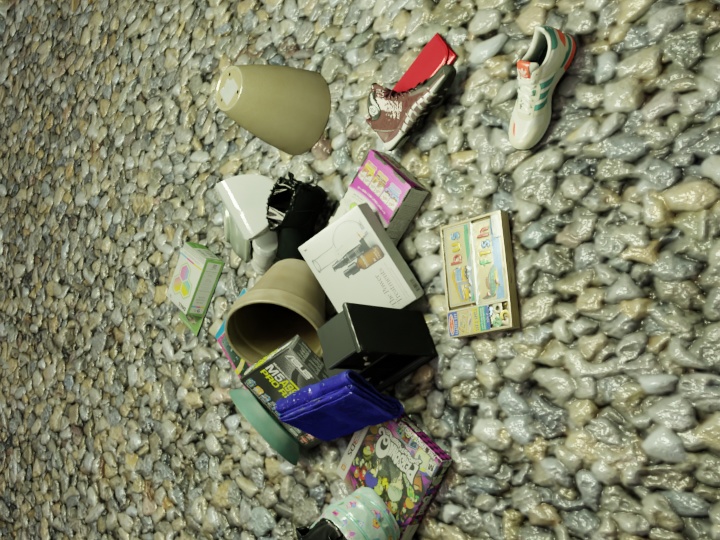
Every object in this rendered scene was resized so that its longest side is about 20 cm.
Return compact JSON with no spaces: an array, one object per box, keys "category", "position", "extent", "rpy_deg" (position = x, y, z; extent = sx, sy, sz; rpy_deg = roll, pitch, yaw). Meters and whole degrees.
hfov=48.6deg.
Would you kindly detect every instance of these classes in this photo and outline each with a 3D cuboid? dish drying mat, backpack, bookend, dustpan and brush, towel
[{"category":"dish drying mat","position":[0.101,-0.350,1.512],"extent":[0.200,0.018,0.077],"rpy_deg":[-50,52,27]},{"category":"backpack","position":[-0.016,0.464,1.386],"extent":[0.167,0.126,0.200],"rpy_deg":[43,148,15]},{"category":"bookend","position":[-0.007,0.150,1.412],"extent":[0.199,0.199,0.092],"rpy_deg":[-37,59,33]},{"category":"dustpan and brush","position":[-0.184,-0.157,1.656],"extent":[0.140,0.199,0.057],"rpy_deg":[60,168,7]},{"category":"towel","position":[-0.042,0.251,1.417],"extent":[0.200,0.148,0.050],"rpy_deg":[-27,38,38]}]

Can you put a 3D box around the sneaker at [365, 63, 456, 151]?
[{"category":"sneaker","position":[0.077,-0.324,1.464],"extent":[0.116,0.076,0.200],"rpy_deg":[45,118,7]}]

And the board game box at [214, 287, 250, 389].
[{"category":"board game box","position":[-0.220,0.159,1.718],"extent":[0.148,0.064,0.200],"rpy_deg":[-56,49,22]}]

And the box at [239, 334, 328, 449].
[{"category":"box","position":[-0.111,0.237,1.526],"extent":[0.160,0.044,0.200],"rpy_deg":[-33,104,36]}]

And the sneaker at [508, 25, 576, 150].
[{"category":"sneaker","position":[0.272,-0.297,1.282],"extent":[0.070,0.093,0.201],"rpy_deg":[31,105,43]}]

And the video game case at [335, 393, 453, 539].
[{"category":"video game case","position":[0.056,0.352,1.433],"extent":[0.200,0.036,0.182],"rpy_deg":[40,112,41]}]

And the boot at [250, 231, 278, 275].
[{"category":"boot","position":[-0.220,-0.086,1.751],"extent":[0.096,0.073,0.201],"rpy_deg":[113,158,-48]}]

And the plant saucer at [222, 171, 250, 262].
[{"category":"plant saucer","position":[-0.274,-0.115,1.751],"extent":[0.200,0.050,0.201],"rpy_deg":[176,90,-78]}]

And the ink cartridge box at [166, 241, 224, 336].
[{"category":"ink cartridge box","position":[-0.408,0.045,1.921],"extent":[0.104,0.059,0.201],"rpy_deg":[34,107,42]}]

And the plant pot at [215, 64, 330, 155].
[{"category":"plant pot","position":[-0.198,-0.356,1.681],"extent":[0.187,0.199,0.188],"rpy_deg":[-8,79,43]}]

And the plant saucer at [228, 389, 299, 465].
[{"category":"plant saucer","position":[-0.182,0.302,1.589],"extent":[0.036,0.200,0.200],"rpy_deg":[-42,50,-5]}]

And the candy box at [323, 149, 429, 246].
[{"category":"candy box","position":[0.025,-0.108,1.518],"extent":[0.136,0.061,0.200],"rpy_deg":[48,116,36]}]

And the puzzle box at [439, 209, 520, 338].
[{"category":"puzzle box","position":[0.199,0.009,1.354],"extent":[0.133,0.025,0.201],"rpy_deg":[-16,73,43]}]

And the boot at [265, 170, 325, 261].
[{"category":"boot","position":[-0.141,-0.096,1.604],"extent":[0.073,0.162,0.199],"rpy_deg":[23,99,15]}]

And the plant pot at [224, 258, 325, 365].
[{"category":"plant pot","position":[-0.146,0.077,1.567],"extent":[0.200,0.200,0.174],"rpy_deg":[-35,24,35]}]

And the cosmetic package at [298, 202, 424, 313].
[{"category":"cosmetic package","position":[0.000,0.000,1.463],"extent":[0.151,0.052,0.200],"rpy_deg":[-34,87,27]}]
